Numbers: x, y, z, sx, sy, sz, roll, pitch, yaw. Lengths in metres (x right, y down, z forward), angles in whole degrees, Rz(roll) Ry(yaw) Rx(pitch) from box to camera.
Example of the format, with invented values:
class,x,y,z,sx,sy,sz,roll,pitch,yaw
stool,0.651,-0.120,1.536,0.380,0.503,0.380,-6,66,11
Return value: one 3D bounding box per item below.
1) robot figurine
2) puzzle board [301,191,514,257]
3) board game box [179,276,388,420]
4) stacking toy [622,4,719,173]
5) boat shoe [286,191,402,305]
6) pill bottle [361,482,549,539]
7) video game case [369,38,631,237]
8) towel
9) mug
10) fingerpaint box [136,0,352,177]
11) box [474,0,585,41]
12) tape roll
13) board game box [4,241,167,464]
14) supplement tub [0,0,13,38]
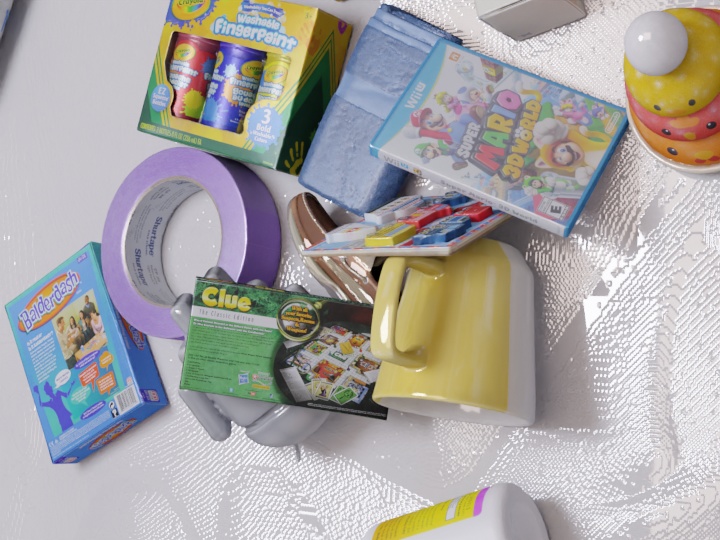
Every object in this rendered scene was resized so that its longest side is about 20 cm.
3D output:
class,x,y,z,sx,sy,sz,roll,pitch,yaw
robot figurine,-0.100,0.091,1.310,0.169,0.113,0.200,-41,98,8
puzzle board,0.058,-0.046,1.205,0.149,0.199,0.018,0,106,31
board game box,-0.064,0.073,1.242,0.197,0.023,0.107,10,97,-7
stacking toy,0.258,-0.166,1.091,0.144,0.199,0.149,-4,82,31
boat shoe,0.000,0.000,1.311,0.072,0.076,0.201,-39,75,17
pill bottle,0.067,0.269,1.214,0.198,0.104,0.106,-23,73,28
video game case,0.126,-0.124,1.207,0.198,0.018,0.144,24,63,18
towel,0.022,-0.155,1.325,0.111,0.048,0.202,31,99,28
mug,0.093,0.049,1.190,0.147,0.187,0.156,8,79,7
fingerpaint box,-0.125,-0.203,1.406,0.198,0.073,0.170,18,94,32
box,0.142,-0.328,1.246,0.077,0.095,0.203,-16,77,28
tape roll,-0.183,-0.027,1.426,0.197,0.065,0.204,-5,81,31
board game box,-0.312,0.093,1.503,0.151,0.045,0.202,-31,69,25
supplement tub,-0.493,-0.315,1.614,0.131,0.131,0.203,25,98,31
